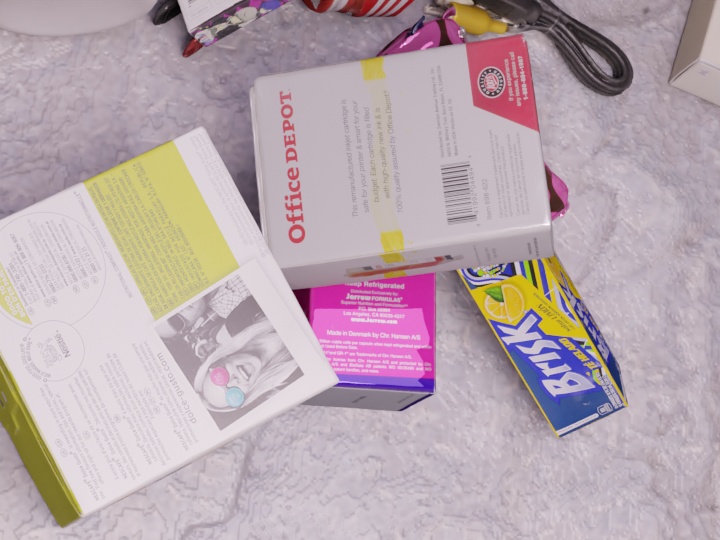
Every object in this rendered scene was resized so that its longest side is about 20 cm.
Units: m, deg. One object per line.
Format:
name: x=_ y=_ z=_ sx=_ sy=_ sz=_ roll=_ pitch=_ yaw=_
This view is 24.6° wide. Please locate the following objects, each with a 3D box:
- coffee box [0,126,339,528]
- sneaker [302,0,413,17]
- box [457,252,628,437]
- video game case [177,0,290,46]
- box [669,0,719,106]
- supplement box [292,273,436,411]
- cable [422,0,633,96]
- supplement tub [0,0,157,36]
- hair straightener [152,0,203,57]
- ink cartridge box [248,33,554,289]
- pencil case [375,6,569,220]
coffee box: x=-0.165 y=0.047 z=1.165 sx=0.197 sy=0.200 sz=0.200 roll=-27 pitch=87 yaw=-18
sneaker: x=0.015 y=-0.304 z=1.346 sx=0.115 sy=0.078 sz=0.201 roll=4 pitch=100 yaw=-39
box: x=0.133 y=0.027 z=1.273 sx=0.064 sy=0.070 sz=0.200 roll=-27 pitch=112 yaw=15
video game case: x=-0.080 y=-0.299 z=1.279 sx=0.181 sy=0.036 sz=0.201 roll=-27 pitch=66 yaw=12
box: x=0.339 y=-0.244 z=1.433 sx=0.082 sy=0.068 sz=0.201 roll=23 pitch=74 yaw=-9
supplement box: x=0.000 y=0.000 z=1.272 sx=0.103 sy=0.101 sz=0.201 roll=5 pitch=76 yaw=-12
cable: x=0.143 y=-0.215 z=1.401 sx=0.200 sy=0.050 sz=0.097 roll=26 pitch=55 yaw=-21
supplement tub: x=-0.230 y=-0.293 z=1.250 sx=0.144 sy=0.145 sz=0.201 roll=-4 pitch=79 yaw=-16
hair straightener: x=-0.098 y=-0.263 z=1.334 sx=0.077 sy=0.041 sz=0.200 roll=44 pitch=72 yaw=-3
ink cartridge box: x=0.030 y=-0.074 z=1.176 sx=0.199 sy=0.083 sz=0.146 roll=-7 pitch=76 yaw=7
pencil case: x=0.088 y=-0.107 z=1.325 sx=0.094 sy=0.091 sz=0.200 roll=-34 pitch=91 yaw=-6
